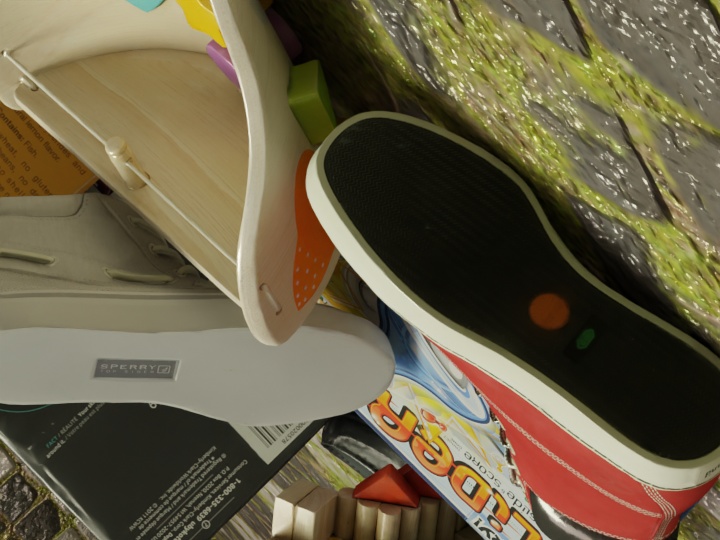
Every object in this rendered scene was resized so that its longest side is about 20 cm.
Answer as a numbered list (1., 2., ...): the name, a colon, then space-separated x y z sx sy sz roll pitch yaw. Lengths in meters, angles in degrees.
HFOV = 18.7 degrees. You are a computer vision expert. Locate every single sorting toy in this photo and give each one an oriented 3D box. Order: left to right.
1. sorting toy: -0.077 -0.102 0.894 0.200 0.107 0.181 40 160 33

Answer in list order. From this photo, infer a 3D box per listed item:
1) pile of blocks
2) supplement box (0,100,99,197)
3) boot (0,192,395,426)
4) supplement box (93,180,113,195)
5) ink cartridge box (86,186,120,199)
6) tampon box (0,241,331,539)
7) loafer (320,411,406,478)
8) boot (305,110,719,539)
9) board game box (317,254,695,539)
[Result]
1. pile of blocks: 0.042 0.125 1.062 0.082 0.198 0.063 -133 42 -53
2. supplement box: -0.158 -0.060 1.051 0.069 0.200 0.066 52 169 -10
3. boot: -0.084 0.008 0.959 0.074 0.198 0.096 117 151 -43
4. supplement box: -0.151 -0.110 1.216 0.109 0.061 0.200 49 170 -3
5. ink cartridge box: -0.114 0.002 1.412 0.200 0.085 0.146 51 169 -9
6. tampon box: -0.099 0.065 1.168 0.126 0.150 0.200 46 178 -2
7. loafer: 0.054 0.156 1.267 0.200 0.071 0.068 38 173 1
8. boot: 0.053 0.035 0.867 0.200 0.072 0.145 42 157 15
9. board game box: 0.053 0.061 0.992 0.200 0.034 0.136 44 154 8
